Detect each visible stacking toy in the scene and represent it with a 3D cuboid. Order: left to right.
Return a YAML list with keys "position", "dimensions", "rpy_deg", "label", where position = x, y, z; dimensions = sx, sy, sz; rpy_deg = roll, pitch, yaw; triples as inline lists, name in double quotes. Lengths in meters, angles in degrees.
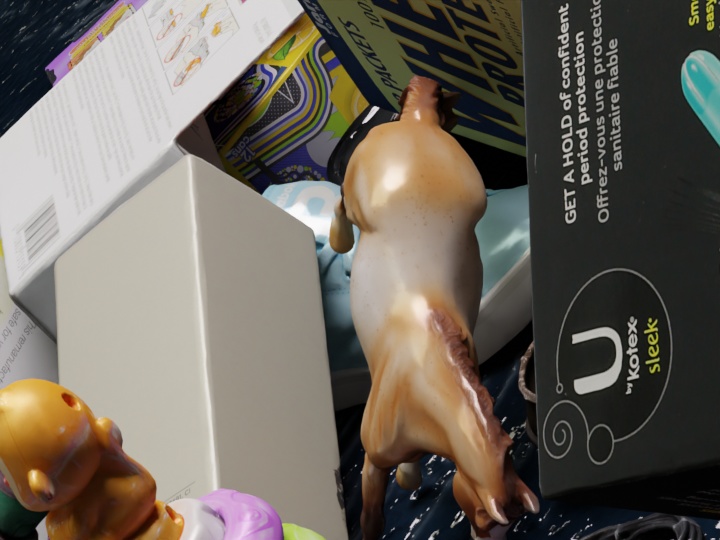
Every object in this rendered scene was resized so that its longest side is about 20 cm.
- position: [-0.034, 0.103, 0.826]
  dimensions: [0.110, 0.200, 0.116]
  rpy_deg: [-37, 23, 18]
  label: "stacking toy"

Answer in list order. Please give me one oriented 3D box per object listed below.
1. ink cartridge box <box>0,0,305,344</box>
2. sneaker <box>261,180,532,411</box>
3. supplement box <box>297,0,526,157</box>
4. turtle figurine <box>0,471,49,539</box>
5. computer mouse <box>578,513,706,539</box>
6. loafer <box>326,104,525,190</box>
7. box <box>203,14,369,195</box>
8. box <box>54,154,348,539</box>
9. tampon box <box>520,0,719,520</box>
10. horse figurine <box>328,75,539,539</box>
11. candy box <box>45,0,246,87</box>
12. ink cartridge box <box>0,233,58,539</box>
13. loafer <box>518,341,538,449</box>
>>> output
- position: [-0.078, -0.067, 1.248]
  dimensions: [0.173, 0.044, 0.200]
  rpy_deg: [-42, 20, 6]
  label: "ink cartridge box"
- position: [0.000, 0.000, 1.121]
  dimensions: [0.200, 0.082, 0.074]
  rpy_deg: [-25, 29, 41]
  label: "sneaker"
- position: [0.095, -0.151, 1.076]
  dimensions: [0.199, 0.134, 0.200]
  rpy_deg: [22, 66, 46]
  label: "supplement box"
- position: [-0.145, 0.146, 1.101]
  dimensions: [0.201, 0.100, 0.150]
  rpy_deg: [-59, -25, 5]
  label: "turtle figurine"
- position: [0.098, 0.102, 0.834]
  dimensions: [0.059, 0.034, 0.200]
  rpy_deg: [-39, 13, -10]
  label: "computer mouse"
- position: [0.067, -0.090, 1.196]
  dimensions: [0.201, 0.068, 0.070]
  rpy_deg: [-53, 34, -14]
  label: "loafer"
- position: [0.006, -0.099, 1.310]
  dimensions: [0.200, 0.070, 0.064]
  rpy_deg: [-53, 21, -21]
  label: "box"
- position: [-0.056, 0.065, 1.037]
  dimensions: [0.082, 0.068, 0.201]
  rpy_deg: [-35, 41, 31]
  label: "box"
- position: [0.151, -0.023, 0.747]
  dimensions: [0.200, 0.126, 0.151]
  rpy_deg: [-16, 70, 50]
  label: "tampon box"
- position: [0.019, 0.013, 1.006]
  dimensions: [0.133, 0.050, 0.201]
  rpy_deg: [111, 160, -63]
  label: "horse figurine"
- position: [-0.061, -0.108, 1.450]
  dimensions: [0.168, 0.072, 0.200]
  rpy_deg: [-43, 20, 4]
  label: "candy box"
- position: [-0.200, 0.043, 1.248]
  dimensions: [0.083, 0.200, 0.145]
  rpy_deg: [-27, 27, 44]
  label: "ink cartridge box"
- position: [0.121, -0.006, 0.924]
  dimensions: [0.200, 0.071, 0.073]
  rpy_deg: [-31, 25, 31]
  label: "loafer"
